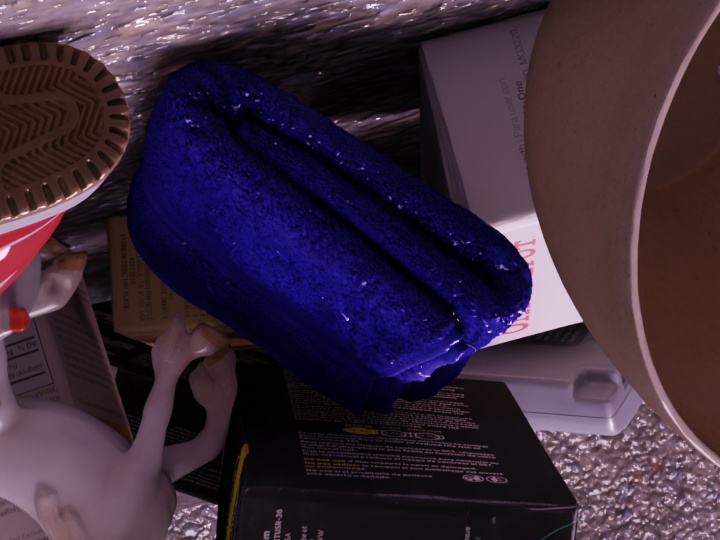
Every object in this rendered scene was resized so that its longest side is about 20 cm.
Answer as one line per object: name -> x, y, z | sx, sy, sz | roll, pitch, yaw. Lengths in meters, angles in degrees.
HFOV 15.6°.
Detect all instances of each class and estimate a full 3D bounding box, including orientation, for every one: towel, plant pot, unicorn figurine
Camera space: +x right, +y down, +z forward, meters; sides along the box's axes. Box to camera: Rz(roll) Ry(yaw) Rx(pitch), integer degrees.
towel -> -0.021, -0.002, 0.958 | 0.050, 0.147, 0.200 | -58, -179, -14
plant pot -> 0.128, -0.050, 0.820 | 0.199, 0.202, 0.134 | -11, -154, -27
unicorn figurine -> -0.106, 0.073, 1.010 | 0.199, 0.138, 0.074 | 28, 174, 12

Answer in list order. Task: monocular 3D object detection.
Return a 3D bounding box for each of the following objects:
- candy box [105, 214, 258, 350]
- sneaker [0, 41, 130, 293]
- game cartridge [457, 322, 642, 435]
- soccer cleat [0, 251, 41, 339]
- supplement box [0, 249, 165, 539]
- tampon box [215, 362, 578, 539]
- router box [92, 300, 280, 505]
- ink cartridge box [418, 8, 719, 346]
candy box -> 0.000, 0.000, 1.153 | 0.199, 0.056, 0.115 | -6, 173, 10
sneaker -> -0.176, -0.011, 0.816 | 0.199, 0.072, 0.112 | -14, 169, -22
game cartridge -> 0.090, 0.016, 1.249 | 0.132, 0.042, 0.200 | -1, -153, 27
soccer cleat -> -0.191, -0.001, 0.912 | 0.077, 0.070, 0.200 | 1, -177, 34
supplement box -> -0.136, 0.087, 1.102 | 0.073, 0.201, 0.126 | -19, 171, 3
tampon box -> 0.004, 0.133, 1.058 | 0.125, 0.151, 0.200 | 4, -170, -5
router box -> -0.060, 0.067, 1.254 | 0.199, 0.051, 0.149 | 17, -168, 20
ink cartridge box -> 0.123, -0.049, 1.003 | 0.199, 0.084, 0.145 | -14, 161, -3
